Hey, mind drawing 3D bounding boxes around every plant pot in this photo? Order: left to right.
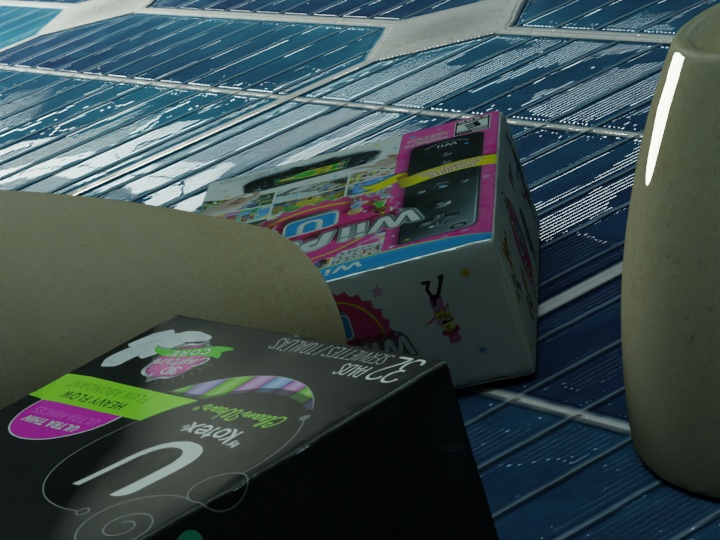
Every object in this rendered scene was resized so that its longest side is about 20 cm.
[{"bbox_3d":[-0.107,0.048,0.919,0.200,0.187,0.187,-13,11,-39],"label":"plant pot"}]

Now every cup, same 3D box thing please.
[{"bbox_3d":[0.176,-0.027,0.892,0.200,0.143,0.200,-16,17,5],"label":"cup"}]

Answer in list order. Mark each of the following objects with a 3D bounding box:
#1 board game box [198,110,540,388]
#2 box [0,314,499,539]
[{"bbox_3d":[0.000,0.000,1.110,0.147,0.064,0.200,-15,18,9],"label":"board game box"},{"bbox_3d":[-0.074,0.113,0.730,0.200,0.124,0.149,-29,21,-31],"label":"box"}]
